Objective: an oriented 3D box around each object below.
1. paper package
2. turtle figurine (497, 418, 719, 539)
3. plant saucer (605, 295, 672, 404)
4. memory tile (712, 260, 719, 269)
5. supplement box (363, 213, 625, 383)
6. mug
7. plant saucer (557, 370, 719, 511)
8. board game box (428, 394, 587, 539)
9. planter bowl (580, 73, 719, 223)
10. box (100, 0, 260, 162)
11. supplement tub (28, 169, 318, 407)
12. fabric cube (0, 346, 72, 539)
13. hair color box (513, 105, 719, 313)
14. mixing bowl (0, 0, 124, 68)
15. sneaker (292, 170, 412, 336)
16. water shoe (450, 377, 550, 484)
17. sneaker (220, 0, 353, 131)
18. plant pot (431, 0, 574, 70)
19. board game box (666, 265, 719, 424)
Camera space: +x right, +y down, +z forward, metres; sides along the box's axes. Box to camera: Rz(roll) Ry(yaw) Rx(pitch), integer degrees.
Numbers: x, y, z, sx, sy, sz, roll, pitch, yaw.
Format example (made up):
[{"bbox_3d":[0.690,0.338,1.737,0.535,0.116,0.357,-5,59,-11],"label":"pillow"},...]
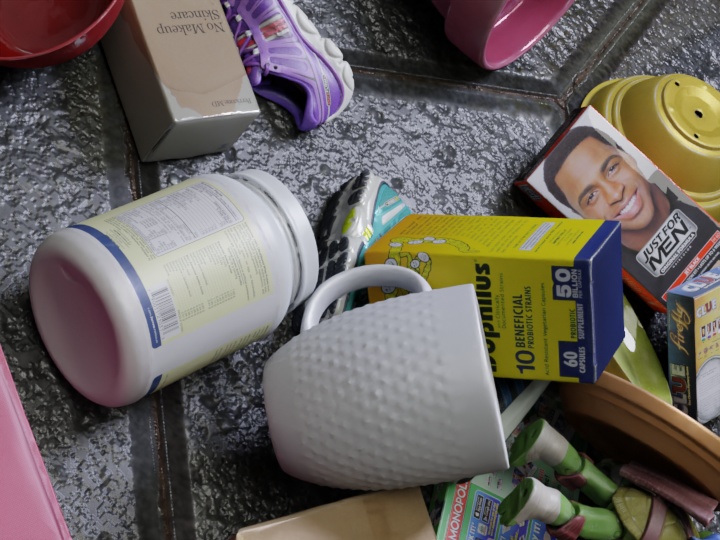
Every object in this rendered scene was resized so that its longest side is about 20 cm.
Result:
[{"bbox_3d":[-0.016,0.289,1.222,0.190,0.103,0.201,-9,71,-35],"label":"paper package"},{"bbox_3d":[0.200,0.227,1.360,0.193,0.200,0.145,31,77,-14],"label":"turtle figurine"},{"bbox_3d":[0.228,0.052,1.480,0.200,0.031,0.201,51,20,-26],"label":"plant saucer"},{"bbox_3d":[0.362,-0.014,1.653,0.152,0.017,0.201,-9,71,-34],"label":"memory tile"},{"bbox_3d":[0.116,0.021,1.347,0.109,0.198,0.110,-40,128,-60],"label":"supplement box"},{"bbox_3d":[0.015,0.079,1.252,0.174,0.148,0.201,-11,52,5],"label":"mug"},{"bbox_3d":[0.252,0.151,1.365,0.200,0.200,0.038,36,80,-11],"label":"plant saucer"},{"bbox_3d":[0.132,0.194,1.404,0.134,0.029,0.201,27,56,-16],"label":"board game box"},{"bbox_3d":[0.332,-0.142,1.642,0.199,0.084,0.202,13,54,-19],"label":"planter bowl"},{"bbox_3d":[-0.171,-0.204,1.391,0.094,0.078,0.201,-12,73,-35],"label":"box"},{"bbox_3d":[-0.146,0.008,1.258,0.199,0.145,0.146,-26,81,-37],"label":"supplement tub"},{"bbox_3d":[-0.331,0.163,1.036,0.198,0.200,0.197,-14,73,-35],"label":"fabric cube"},{"bbox_3d":[0.261,-0.059,1.561,0.200,0.061,0.102,41,87,-6],"label":"hair color box"},{"bbox_3d":[-0.273,-0.245,1.311,0.198,0.108,0.202,-1,73,4],"label":"mixing bowl"},{"bbox_3d":[0.000,0.000,1.397,0.079,0.077,0.201,37,53,-21],"label":"sneaker"},{"bbox_3d":[0.116,0.096,1.381,0.079,0.072,0.200,42,50,0],"label":"water shoe"},{"bbox_3d":[-0.092,-0.213,1.446,0.200,0.081,0.083,46,58,-4],"label":"sneaker"},{"bbox_3d":[0.124,-0.332,1.574,0.179,0.200,0.200,44,51,15],"label":"plant pot"},{"bbox_3d":[0.378,0.058,1.567,0.199,0.034,0.137,-20,113,-39],"label":"board game box"}]
